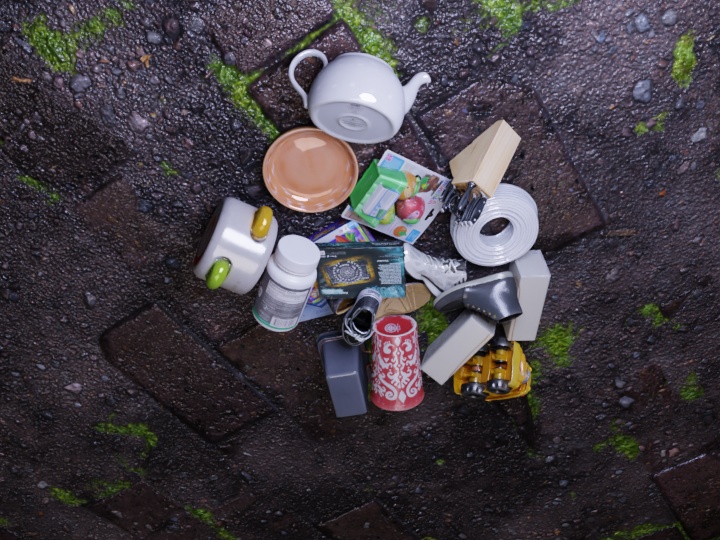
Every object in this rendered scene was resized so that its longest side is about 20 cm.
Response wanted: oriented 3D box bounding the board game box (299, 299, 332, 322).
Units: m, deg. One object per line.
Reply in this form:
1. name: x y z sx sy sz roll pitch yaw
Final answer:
1. board game box: -0.134 0.076 1.747 0.199 0.020 0.103 -14 128 7

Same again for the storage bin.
1. storage bin: -0.027 0.268 1.833 0.144 0.135 0.201 -9 129 3

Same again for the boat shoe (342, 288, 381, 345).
1. boat shoe: 0.000 0.126 1.645 0.073 0.068 0.200 23 140 -7

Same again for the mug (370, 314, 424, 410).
1. mug: 0.073 0.210 1.760 0.133 0.177 0.201 -19 120 -27

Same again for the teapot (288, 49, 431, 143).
1. teapot: -0.006 -0.341 1.358 0.197 0.147 0.199 -6 158 43

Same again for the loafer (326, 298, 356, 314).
1. loafer: 0.014 0.040 1.686 0.199 0.072 0.073 -34 126 7

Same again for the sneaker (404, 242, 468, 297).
1. sneaker: 0.177 -0.019 1.652 0.115 0.076 0.200 -25 136 28

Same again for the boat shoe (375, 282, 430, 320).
1. boat shoe: 0.068 0.070 1.730 0.199 0.069 0.071 -17 106 -1

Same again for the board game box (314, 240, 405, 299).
1. board game box: 0.000 0.000 1.606 0.198 0.028 0.136 -1 122 6

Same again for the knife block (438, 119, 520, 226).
1. knife block: 0.247 -0.188 1.470 0.200 0.176 0.064 -39 122 23

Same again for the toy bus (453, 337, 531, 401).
1. toy bus: 0.365 0.269 1.833 0.191 0.137 0.200 27 152 -29

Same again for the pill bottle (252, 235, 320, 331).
1. pill bottle: -0.161 0.028 1.585 0.112 0.113 0.201 14 127 -15

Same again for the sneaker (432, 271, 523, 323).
1. sneaker: 0.267 0.082 1.660 0.199 0.107 0.075 -21 158 19

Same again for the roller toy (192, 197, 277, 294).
1. roller toy: -0.259 -0.052 1.536 0.139 0.182 0.201 24 90 -19

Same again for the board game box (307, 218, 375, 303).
1. board game box: -0.060 -0.028 1.642 0.199 0.045 0.135 -28 115 17

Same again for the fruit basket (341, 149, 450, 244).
1. fruit basket: 0.087 -0.146 1.545 0.199 0.094 0.185 24 123 -25

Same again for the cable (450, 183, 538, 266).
1. cable: 0.299 -0.101 1.609 0.198 0.069 0.201 -9 128 3

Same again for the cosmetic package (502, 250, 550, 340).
1. cosmetic package: 0.389 0.061 1.722 0.072 0.104 0.201 -1 127 -3

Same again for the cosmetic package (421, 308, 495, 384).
1. cosmetic package: 0.242 0.176 1.782 0.073 0.104 0.200 37 120 -3

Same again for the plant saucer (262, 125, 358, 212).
1. plant saucer: -0.104 -0.214 1.512 0.198 0.038 0.201 -2 127 -2
